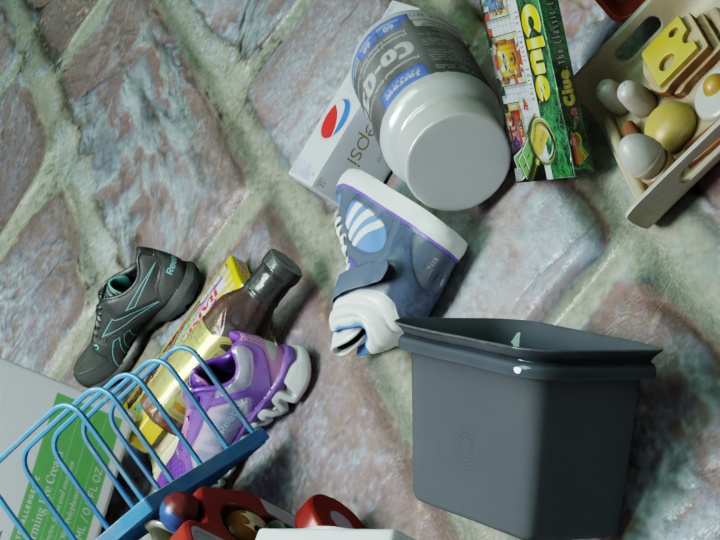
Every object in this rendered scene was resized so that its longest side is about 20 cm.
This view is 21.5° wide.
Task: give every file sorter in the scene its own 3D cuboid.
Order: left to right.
[{"bbox_3d":[-0.204,0.164,1.652,0.139,0.123,0.200,-40,-7,29],"label":"file sorter"}]

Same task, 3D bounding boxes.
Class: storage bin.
[{"bbox_3d":[0.119,0.110,1.348,0.200,0.144,0.136,12,99,60],"label":"storage bin"}]

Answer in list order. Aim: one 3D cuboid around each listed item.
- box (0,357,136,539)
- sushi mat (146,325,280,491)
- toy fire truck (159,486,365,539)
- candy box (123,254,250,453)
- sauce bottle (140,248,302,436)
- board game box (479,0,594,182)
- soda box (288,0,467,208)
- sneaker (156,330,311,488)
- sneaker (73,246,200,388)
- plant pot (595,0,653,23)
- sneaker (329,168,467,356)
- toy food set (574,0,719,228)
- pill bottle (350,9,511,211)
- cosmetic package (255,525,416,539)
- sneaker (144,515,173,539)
[{"bbox_3d":[-0.352,0.226,1.889,0.200,0.170,0.200,-42,29,54],"label":"box"},{"bbox_3d":[-0.147,0.127,1.862,0.200,0.012,0.096,-51,30,13],"label":"sushi mat"},{"bbox_3d":[-0.080,0.238,1.481,0.112,0.167,0.200,-48,30,17],"label":"toy fire truck"},{"bbox_3d":[-0.174,0.083,1.921,0.201,0.026,0.102,-54,21,8],"label":"candy box"},{"bbox_3d":[-0.131,0.068,1.813,0.200,0.066,0.066,-52,29,14],"label":"sauce bottle"},{"bbox_3d":[0.138,-0.174,1.547,0.105,0.023,0.202,-3,100,66],"label":"board game box"},{"bbox_3d":[0.016,-0.156,1.820,0.201,0.068,0.064,-59,28,0],"label":"soda box"},{"bbox_3d":[-0.136,0.131,1.760,0.200,0.088,0.081,-50,28,17],"label":"sneaker"},{"bbox_3d":[-0.259,0.047,2.052,0.200,0.079,0.076,-46,30,24],"label":"sneaker"},{"bbox_3d":[0.221,-0.362,1.565,0.199,0.200,0.177,-39,17,17],"label":"plant pot"},{"bbox_3d":[0.000,0.000,1.678,0.147,0.080,0.200,-55,34,-2],"label":"sneaker"},{"bbox_3d":[0.234,-0.139,1.464,0.144,0.060,0.201,-46,31,22],"label":"toy food set"},{"bbox_3d":[0.063,-0.142,1.684,0.114,0.113,0.200,-49,29,17],"label":"pill bottle"},{"bbox_3d":[0.003,0.298,1.294,0.167,0.166,0.201,-9,55,54],"label":"cosmetic package"},{"bbox_3d":[-0.147,0.291,1.552,0.067,0.089,0.202,-9,76,41],"label":"sneaker"}]
